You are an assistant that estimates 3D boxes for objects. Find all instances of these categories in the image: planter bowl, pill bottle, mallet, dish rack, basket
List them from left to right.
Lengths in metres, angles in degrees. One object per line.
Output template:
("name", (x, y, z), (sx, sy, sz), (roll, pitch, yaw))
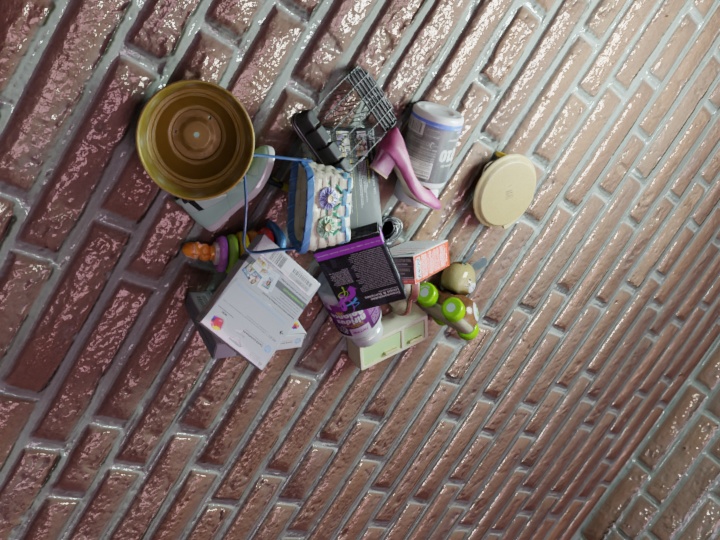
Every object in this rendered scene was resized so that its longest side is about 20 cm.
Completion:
("planter bowl", (-0.284, -0.229, 1.380), (0.197, 0.084, 0.204), (-3, 107, -10))
("mallet", (-0.151, -0.171, 1.580), (0.198, 0.066, 0.041), (28, 122, -29))
("basket", (-0.115, -0.122, 1.442), (0.196, 0.139, 0.180), (-2, 108, -14))
("dish rack", (-0.023, -0.289, 1.536), (0.154, 0.054, 0.200), (52, 58, -20))
("pill bottle", (-0.017, 0.082, 1.795), (0.112, 0.112, 0.201), (-37, 134, -10))
("pill bottle", (0.140, -0.243, 1.693), (0.112, 0.114, 0.203), (-4, 121, -35))

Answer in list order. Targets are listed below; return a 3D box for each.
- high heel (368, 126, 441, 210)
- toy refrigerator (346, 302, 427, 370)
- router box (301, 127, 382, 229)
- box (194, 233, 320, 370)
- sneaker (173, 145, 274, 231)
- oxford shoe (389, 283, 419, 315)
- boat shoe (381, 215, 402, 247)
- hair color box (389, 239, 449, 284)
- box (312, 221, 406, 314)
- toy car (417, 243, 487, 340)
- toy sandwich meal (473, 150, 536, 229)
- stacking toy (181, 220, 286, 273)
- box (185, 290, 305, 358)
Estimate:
("high heel", (0.109, -0.202, 1.619), (0.199, 0.067, 0.097), (32, 92, -27))
("toy refrigerator", (0.069, 0.161, 1.944), (0.198, 0.070, 0.077), (-23, 130, -24))
("router box", (-0.036, -0.180, 1.582), (0.147, 0.051, 0.204), (-6, 92, -34))
("box", (-0.189, 0.059, 1.499), (0.156, 0.041, 0.201), (41, 72, -24))
("sneaker", (-0.252, -0.170, 1.457), (0.200, 0.074, 0.118), (-44, 132, 11))
("oxford shoe", (0.085, 0.054, 1.858), (0.073, 0.072, 0.201), (0, 157, -8))
("boat shoe", (0.058, -0.080, 1.720), (0.199, 0.062, 0.074), (-27, 105, -61))
("hair color box", (0.110, -0.020, 1.762), (0.199, 0.109, 0.065), (-21, 108, -60))
("box", (0.000, 0.000, 1.616), (0.141, 0.036, 0.202), (-14, 132, 12))
("toy car", (0.251, 0.040, 1.958), (0.202, 0.157, 0.164), (-57, 148, -8))
("toy sandwich meal", (0.340, -0.195, 1.917), (0.202, 0.070, 0.208), (-16, 125, -23))
("stacking toy", (-0.250, -0.033, 1.560), (0.197, 0.116, 0.111), (1, 116, -25))
("box", (-0.230, 0.099, 1.601), (0.197, 0.156, 0.042), (-6, 131, -35))
